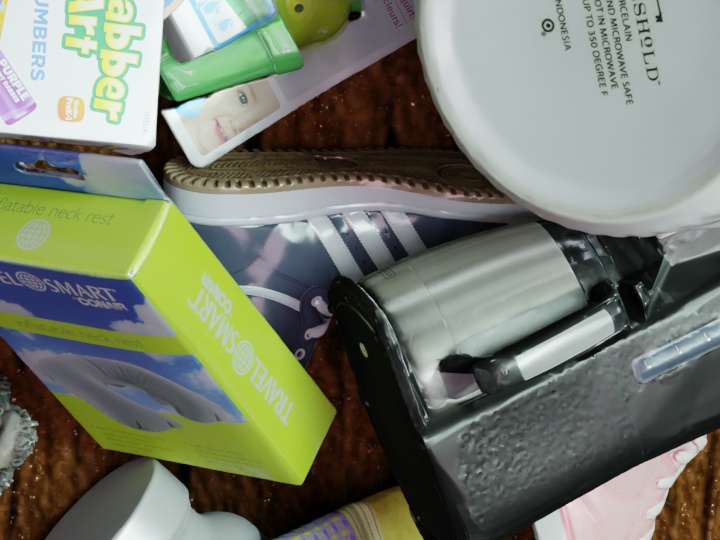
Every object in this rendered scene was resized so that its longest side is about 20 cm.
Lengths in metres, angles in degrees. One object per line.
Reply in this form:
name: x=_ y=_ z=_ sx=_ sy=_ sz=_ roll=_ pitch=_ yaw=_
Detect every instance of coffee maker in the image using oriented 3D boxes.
coffee maker: x=0.108 y=0.049 z=1.112 sx=0.200 sy=0.135 sz=0.192 roll=-23 pitch=126 yaw=-10

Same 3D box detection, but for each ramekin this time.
ramekin: x=0.113 y=-0.105 z=0.975 sx=0.202 sy=0.094 sz=0.203 roll=9 pitch=109 yaw=28

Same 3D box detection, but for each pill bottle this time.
pill bottle: x=-0.066 y=0.192 z=1.175 sx=0.116 sy=0.116 sz=0.200 roll=-43 pitch=108 yaw=3

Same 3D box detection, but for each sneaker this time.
sneaker: x=0.000 y=0.000 z=1.161 sx=0.200 sy=0.070 sz=0.109 roll=0 pitch=110 yaw=-13
sneaker: x=0.135 y=0.116 z=1.209 sx=0.105 sy=0.075 sz=0.200 roll=-13 pitch=102 yaw=-1

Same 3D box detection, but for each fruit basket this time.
fruit basket: x=-0.034 y=-0.173 z=1.098 sx=0.200 sy=0.094 sz=0.185 roll=-29 pitch=107 yaw=-5

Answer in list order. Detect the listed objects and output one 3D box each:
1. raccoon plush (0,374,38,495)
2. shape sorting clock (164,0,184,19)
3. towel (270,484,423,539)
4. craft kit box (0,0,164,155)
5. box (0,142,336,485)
raccoon plush: x=-0.204 y=0.138 z=1.174 sx=0.134 sy=0.097 sz=0.200 roll=-31 pitch=137 yaw=-14
shape sorting clock: x=-0.148 y=-0.183 z=1.007 sx=0.200 sy=0.039 sz=0.200 roll=-1 pitch=98 yaw=-8
towel: x=0.011 y=0.183 z=1.153 sx=0.200 sy=0.023 sz=0.144 roll=-15 pitch=81 yaw=-47
craft kit box: x=-0.174 y=-0.153 z=0.944 sx=0.197 sy=0.049 sz=0.200 roll=3 pitch=89 yaw=-20
box: x=-0.106 y=0.021 z=1.070 sx=0.200 sy=0.122 sz=0.048 roll=55 pitch=51 yaw=-47
